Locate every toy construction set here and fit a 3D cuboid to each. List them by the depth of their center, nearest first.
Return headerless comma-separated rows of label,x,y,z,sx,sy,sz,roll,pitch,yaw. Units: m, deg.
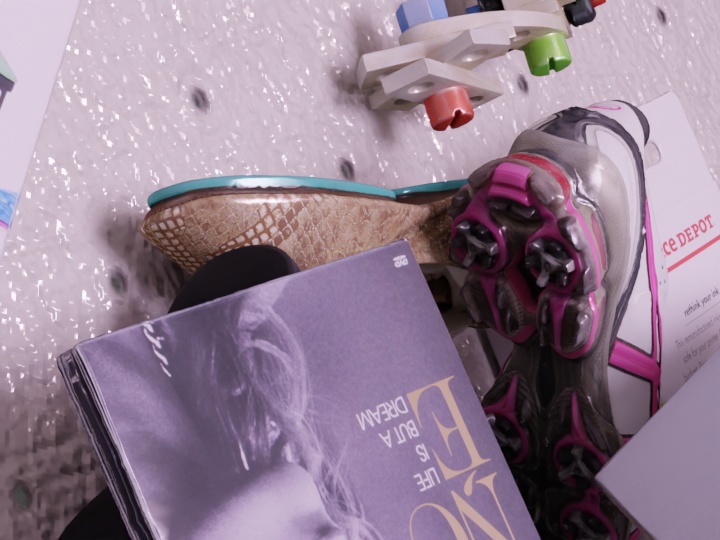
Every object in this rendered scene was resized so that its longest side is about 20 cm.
toy construction set,0.044,-0.150,0.971,0.131,0.092,0.201,36,51,-73

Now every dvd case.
dvd case,0.005,0.097,0.719,0.149,0.016,0.200,-18,83,-48

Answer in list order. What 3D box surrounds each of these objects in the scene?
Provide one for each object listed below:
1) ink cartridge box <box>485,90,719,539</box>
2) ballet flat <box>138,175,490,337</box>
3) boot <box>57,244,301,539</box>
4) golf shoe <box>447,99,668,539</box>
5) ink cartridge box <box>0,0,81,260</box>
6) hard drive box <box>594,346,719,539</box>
ink cartridge box,0.118,0.038,0.999,0.115,0.068,0.200,-26,96,-55
ballet flat,0.000,0.000,0.863,0.200,0.070,0.065,-3,85,-51
boot,-0.016,0.107,0.790,0.174,0.069,0.200,52,49,-41
golf shoe,0.086,0.034,0.896,0.092,0.072,0.200,-38,136,-42
ink cartridge box,-0.158,-0.013,0.583,0.084,0.145,0.200,42,44,-35
hard drive box,0.186,0.086,0.860,0.156,0.077,0.200,45,20,10
